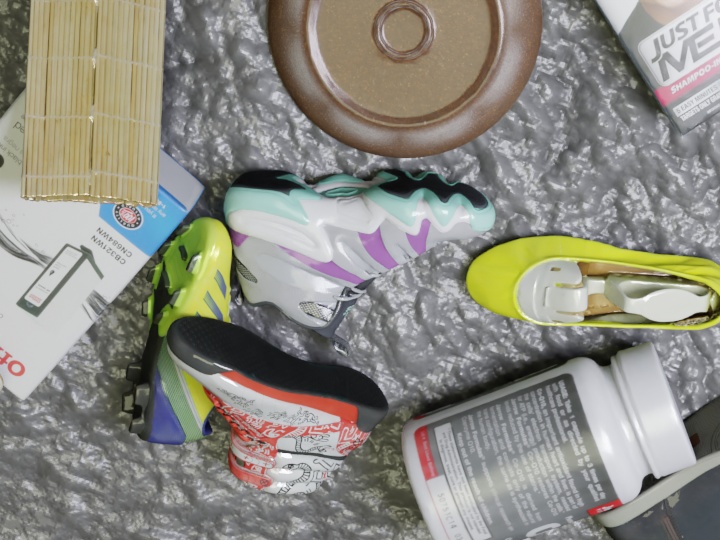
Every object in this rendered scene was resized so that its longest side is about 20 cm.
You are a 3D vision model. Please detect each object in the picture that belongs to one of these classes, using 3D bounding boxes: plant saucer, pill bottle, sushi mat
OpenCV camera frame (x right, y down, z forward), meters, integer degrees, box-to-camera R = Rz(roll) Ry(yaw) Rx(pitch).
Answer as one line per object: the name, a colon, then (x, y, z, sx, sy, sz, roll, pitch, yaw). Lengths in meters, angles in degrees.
plant saucer: (0.031, -0.174, 1.061, 0.199, 0.037, 0.202, 1, 109, 2)
pill bottle: (0.141, 0.134, 1.116, 0.199, 0.114, 0.114, -21, 106, 10)
sushi mat: (-0.183, -0.144, 1.032, 0.095, 0.012, 0.201, 4, 80, -18)

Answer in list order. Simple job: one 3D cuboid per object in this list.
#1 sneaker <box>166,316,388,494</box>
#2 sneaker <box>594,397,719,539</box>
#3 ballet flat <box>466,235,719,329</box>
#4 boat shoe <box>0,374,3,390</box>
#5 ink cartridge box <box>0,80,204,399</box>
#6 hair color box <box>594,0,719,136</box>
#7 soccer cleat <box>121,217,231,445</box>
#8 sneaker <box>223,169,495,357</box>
sneaker: (-0.081, 0.109, 1.110, 0.201, 0.067, 0.108, 21, 117, -39)
sneaker: (0.287, 0.166, 1.147, 0.200, 0.075, 0.106, -34, 109, 22)
ballet flat: (0.178, 0.014, 1.098, 0.199, 0.067, 0.067, 4, 109, 2)
boat shoe: (-0.346, 0.098, 1.111, 0.199, 0.069, 0.074, -12, 126, 39)
ink cartridge box: (-0.236, -0.027, 1.098, 0.146, 0.084, 0.200, 40, 105, -10)
hair color box: (0.208, -0.205, 1.027, 0.099, 0.061, 0.200, -32, 103, 13)
soccer cleat: (-0.122, 0.046, 1.124, 0.083, 0.065, 0.201, 5, 122, -25)
sneaker: (0.000, 0.000, 1.105, 0.199, 0.078, 0.141, 4, 111, 12)
